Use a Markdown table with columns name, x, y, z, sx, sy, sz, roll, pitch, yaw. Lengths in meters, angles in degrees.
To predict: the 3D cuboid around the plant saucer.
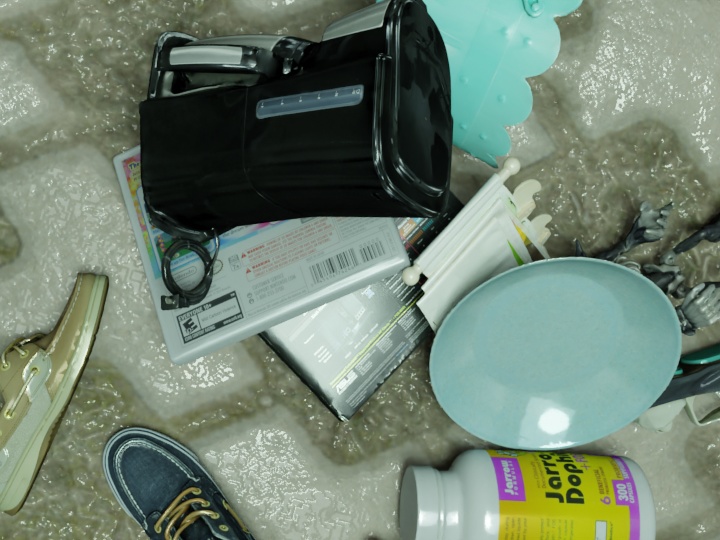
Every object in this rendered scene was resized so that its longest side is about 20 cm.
| name | x | y | z | sx | sy | sz | roll | pitch | yaw |
| --- | --- | --- | --- | --- | --- | --- | --- | --- | --- |
| plant saucer | 0.151 | 0.060 | 0.767 | 0.196 | 0.039 | 0.204 | -1 | 128 | -1 |

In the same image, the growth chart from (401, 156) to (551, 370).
| name | x | y | z | sx | sy | sz | roll | pitch | yaw |
| --- | --- | --- | --- | --- | --- | --- | --- | --- | --- |
| growth chart | 0.106 | 0.014 | 0.782 | 0.144 | 0.018 | 0.201 | -41 | 138 | -12 |

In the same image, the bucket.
| name | x | y | z | sx | sy | sz | roll | pitch | yaw |
| --- | --- | --- | --- | --- | --- | --- | --- | --- | --- |
| bucket | 0.088 | -0.198 | 0.746 | 0.133 | 0.207 | 0.210 | 25 | 87 | 0 |

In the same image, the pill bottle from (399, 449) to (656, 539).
| name | x | y | z | sx | sy | sz | roll | pitch | yaw |
| --- | --- | --- | --- | --- | --- | --- | --- | --- | --- |
| pill bottle | 0.135 | 0.204 | 0.803 | 0.196 | 0.104 | 0.107 | 4 | 90 | -9 |

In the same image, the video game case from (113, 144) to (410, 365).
| name | x | y | z | sx | sy | sz | roll | pitch | yaw |
| --- | --- | --- | --- | --- | --- | --- | --- | --- | --- |
| video game case | -0.082 | -0.047 | 0.758 | 0.197 | 0.024 | 0.185 | -23 | 70 | 4 |

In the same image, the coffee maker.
| name | x | y | z | sx | sy | sz | roll | pitch | yaw |
| --- | --- | --- | --- | --- | --- | --- | --- | --- | --- |
| coffee maker | -0.040 | -0.077 | 0.666 | 0.197 | 0.134 | 0.196 | 0 | 102 | 29 |

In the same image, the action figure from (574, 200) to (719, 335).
| name | x | y | z | sx | sy | sz | roll | pitch | yaw |
| --- | --- | --- | --- | --- | --- | --- | --- | --- | --- |
| action figure | 0.258 | 0.001 | 0.813 | 0.197 | 0.102 | 0.120 | -21 | 73 | -14 |

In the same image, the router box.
| name | x | y | z | sx | sy | sz | roll | pitch | yaw |
| --- | --- | --- | --- | --- | --- | --- | --- | --- | --- |
| router box | 0.000 | 0.000 | 0.801 | 0.200 | 0.062 | 0.150 | -45 | 96 | -6 |

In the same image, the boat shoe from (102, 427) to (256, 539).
| name | x | y | z | sx | sy | sz | roll | pitch | yaw |
| --- | --- | --- | --- | --- | --- | --- | --- | --- | --- |
| boat shoe | -0.130 | 0.199 | 0.756 | 0.200 | 0.091 | 0.071 | 45 | 77 | 6 |

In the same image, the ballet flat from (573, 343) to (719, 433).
| name | x | y | z | sx | sy | sz | roll | pitch | yaw |
| --- | --- | --- | --- | --- | --- | --- | --- | --- | --- |
| ballet flat | 0.279 | 0.105 | 0.844 | 0.196 | 0.073 | 0.075 | -8 | 92 | -11 |

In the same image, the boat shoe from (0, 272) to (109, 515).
| name | x | y | z | sx | sy | sz | roll | pitch | yaw |
| --- | --- | --- | --- | --- | --- | --- | --- | --- | --- |
| boat shoe | -0.258 | 0.089 | 0.758 | 0.065 | 0.074 | 0.203 | 24 | 87 | -13 |
